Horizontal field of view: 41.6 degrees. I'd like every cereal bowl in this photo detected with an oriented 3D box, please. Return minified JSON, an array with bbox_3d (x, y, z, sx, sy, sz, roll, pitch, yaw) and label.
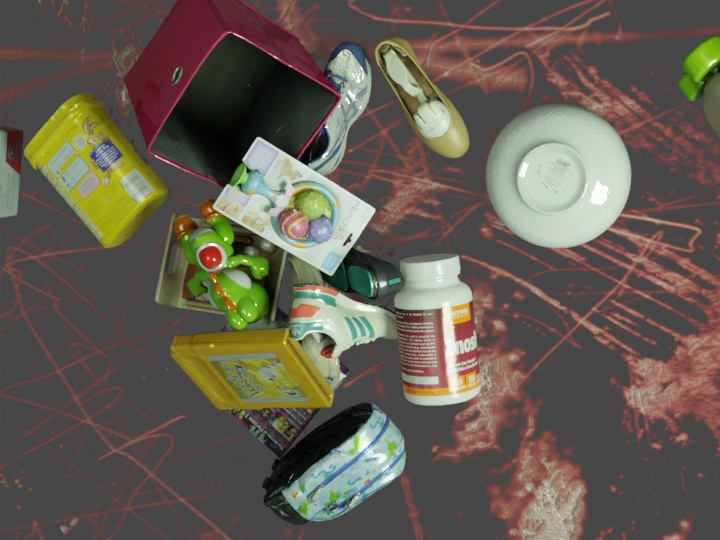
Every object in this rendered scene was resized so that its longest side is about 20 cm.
[{"bbox_3d":[0.263,-0.126,1.281,0.199,0.083,0.202,3,100,18],"label":"cereal bowl"}]

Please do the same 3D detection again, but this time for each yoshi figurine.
[{"bbox_3d":[-0.194,0.003,1.382,0.201,0.111,0.113,63,142,25],"label":"yoshi figurine"}]

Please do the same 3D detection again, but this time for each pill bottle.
[{"bbox_3d":[0.107,0.082,1.347,0.112,0.113,0.202,-4,98,18],"label":"pill bottle"}]

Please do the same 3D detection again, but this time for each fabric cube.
[{"bbox_3d":[-0.182,-0.249,1.301,0.196,0.199,0.200,-50,40,19],"label":"fabric cube"}]

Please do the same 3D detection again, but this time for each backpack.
[{"bbox_3d":[-0.029,0.284,1.412,0.153,0.163,0.200,38,101,0],"label":"backpack"}]

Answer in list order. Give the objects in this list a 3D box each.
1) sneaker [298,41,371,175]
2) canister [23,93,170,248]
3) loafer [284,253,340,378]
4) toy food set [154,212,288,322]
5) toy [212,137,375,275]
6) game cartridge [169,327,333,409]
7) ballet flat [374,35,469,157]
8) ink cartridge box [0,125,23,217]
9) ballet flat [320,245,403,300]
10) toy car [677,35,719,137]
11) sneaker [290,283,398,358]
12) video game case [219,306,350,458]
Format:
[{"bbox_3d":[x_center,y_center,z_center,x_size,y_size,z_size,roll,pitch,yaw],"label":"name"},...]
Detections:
[{"bbox_3d":[-0.041,-0.229,1.359,0.075,0.088,0.201,19,103,16],"label":"sneaker"},{"bbox_3d":[-0.413,-0.154,1.492,0.148,0.087,0.200,-42,86,19],"label":"canister"},{"bbox_3d":[-0.081,0.066,1.406,0.068,0.076,0.201,-13,82,-9],"label":"loafer"},{"bbox_3d":[-0.207,-0.006,1.440,0.199,0.060,0.145,8,83,17],"label":"toy food set"},{"bbox_3d":[-0.085,-0.078,1.280,0.199,0.047,0.115,31,102,-21],"label":"toy"},{"bbox_3d":[-0.161,0.149,1.387,0.199,0.033,0.177,-7,139,22],"label":"game cartridge"},{"bbox_3d":[0.080,-0.241,1.331,0.068,0.063,0.201,-37,87,20],"label":"ballet flat"},{"bbox_3d":[-0.634,-0.156,1.502,0.082,0.200,0.147,13,102,15],"label":"ink cartridge box"},{"bbox_3d":[0.000,0.000,1.370,0.200,0.073,0.074,22,111,59],"label":"ballet flat"},{"bbox_3d":[0.521,-0.241,1.153,0.200,0.158,0.165,-38,76,8],"label":"toy car"},{"bbox_3d":[-0.024,0.086,1.354,0.070,0.199,0.094,-4,69,47],"label":"sneaker"},{"bbox_3d":[-0.144,0.161,1.481,0.200,0.036,0.182,40,107,8],"label":"video game case"}]
